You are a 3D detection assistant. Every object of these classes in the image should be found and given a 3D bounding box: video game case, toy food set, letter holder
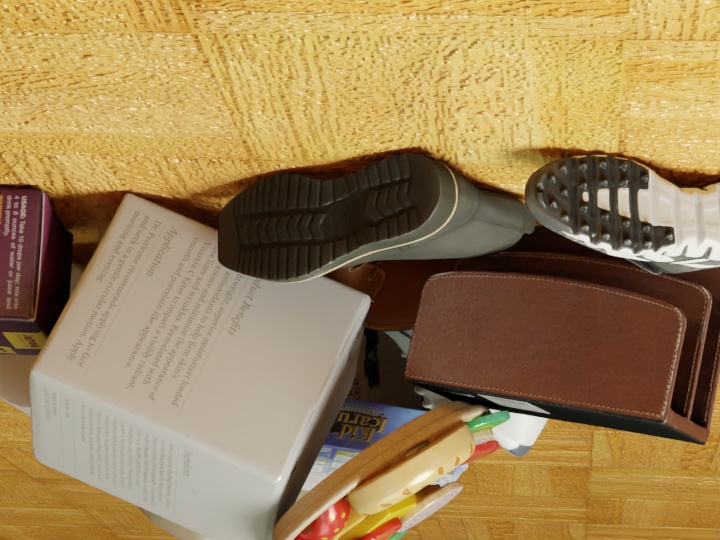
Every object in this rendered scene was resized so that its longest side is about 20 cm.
[{"bbox_3d":[-0.019,0.144,1.844,0.198,0.046,0.181,9,163,-4],"label":"video game case"},{"bbox_3d":[0.022,0.159,1.626,0.200,0.049,0.198,-41,167,24],"label":"toy food set"},{"bbox_3d":[0.151,0.032,1.594,0.199,0.143,0.100,8,171,27],"label":"letter holder"}]

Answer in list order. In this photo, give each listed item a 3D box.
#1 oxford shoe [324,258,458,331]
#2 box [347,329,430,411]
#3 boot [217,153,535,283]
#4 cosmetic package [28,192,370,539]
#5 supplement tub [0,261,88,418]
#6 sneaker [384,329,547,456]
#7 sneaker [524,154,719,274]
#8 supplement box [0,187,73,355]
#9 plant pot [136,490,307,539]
[{"bbox_3d":[0.000,0.000,1.695,0.198,0.072,0.071,7,160,-13],"label":"oxford shoe"},{"bbox_3d":[0.061,0.078,1.878,0.060,0.118,0.200,0,171,-34],"label":"box"},{"bbox_3d":[0.011,-0.024,1.592,0.199,0.078,0.138,-6,168,36],"label":"boot"},{"bbox_3d":[-0.119,0.080,1.660,0.199,0.166,0.165,24,152,6],"label":"cosmetic package"},{"bbox_3d":[-0.207,0.073,1.872,0.139,0.141,0.200,-5,164,28],"label":"supplement tub"},{"bbox_3d":[0.064,0.075,1.755,0.200,0.071,0.073,35,-163,35],"label":"sneaker"},{"bbox_3d":[0.194,-0.031,1.531,0.199,0.067,0.090,6,164,-21],"label":"sneaker"},{"bbox_3d":[-0.325,0.000,1.684,0.198,0.104,0.131,2,165,3],"label":"supplement box"},{"bbox_3d":[-0.118,0.138,2.086,0.199,0.201,0.135,4,131,-5],"label":"plant pot"}]
